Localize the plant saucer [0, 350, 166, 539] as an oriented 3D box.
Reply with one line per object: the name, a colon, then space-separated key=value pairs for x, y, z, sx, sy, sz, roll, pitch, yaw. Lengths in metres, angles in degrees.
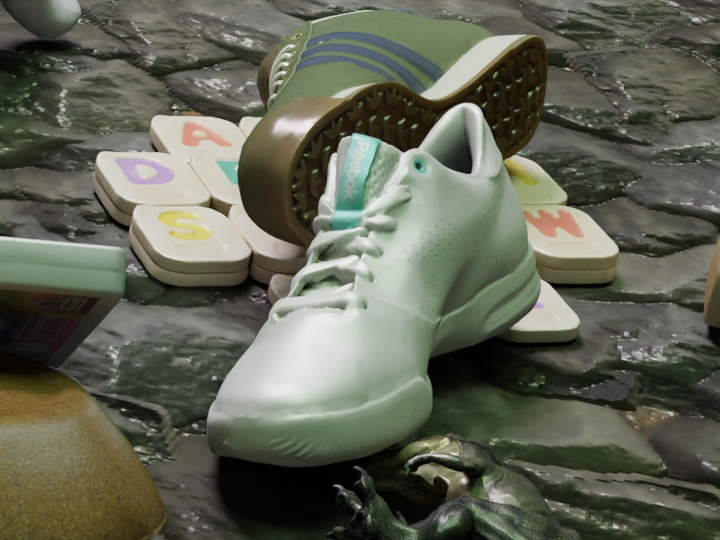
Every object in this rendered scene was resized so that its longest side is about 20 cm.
plant saucer: x=-0.154 y=0.045 z=0.866 sx=0.199 sy=0.036 sz=0.200 roll=9 pitch=8 yaw=-1

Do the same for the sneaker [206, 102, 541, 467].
sneaker: x=0.000 y=0.000 z=1.009 sx=0.075 sy=0.089 sz=0.200 roll=2 pitch=22 yaw=24

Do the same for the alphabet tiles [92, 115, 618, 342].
alphabet tiles: x=-0.001 y=-0.022 z=1.165 sx=0.199 sy=0.015 sz=0.196 roll=-1 pitch=27 yaw=-23

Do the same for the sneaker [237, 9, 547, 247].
sneaker: x=-0.009 y=-0.060 z=1.158 sx=0.089 sy=0.068 sz=0.200 roll=16 pitch=24 yaw=29

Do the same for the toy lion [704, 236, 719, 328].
toy lion: x=0.193 y=-0.077 z=1.150 sx=0.068 sy=0.193 sz=0.200 roll=15 pitch=24 yaw=9

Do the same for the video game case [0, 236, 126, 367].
video game case: x=-0.184 y=0.005 z=0.930 sx=0.199 sy=0.018 sz=0.143 roll=5 pitch=-12 yaw=-13

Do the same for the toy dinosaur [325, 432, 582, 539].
toy dinosaur: x=0.043 y=0.097 z=0.893 sx=0.088 sy=0.048 sz=0.200 roll=2 pitch=29 yaw=-35

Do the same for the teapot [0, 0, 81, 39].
teapot: x=-0.238 y=-0.163 z=1.224 sx=0.197 sy=0.146 sz=0.200 roll=-32 pitch=79 yaw=-30
